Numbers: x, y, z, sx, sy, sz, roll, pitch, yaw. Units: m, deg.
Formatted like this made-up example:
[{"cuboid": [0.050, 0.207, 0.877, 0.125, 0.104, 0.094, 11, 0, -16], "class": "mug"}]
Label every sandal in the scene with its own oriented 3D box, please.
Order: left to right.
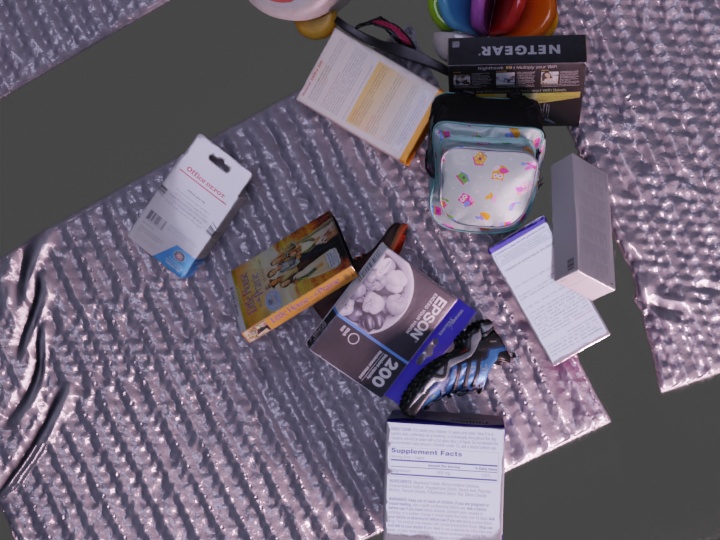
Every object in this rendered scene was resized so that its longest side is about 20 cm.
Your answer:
[{"cuboid": [0.055, -0.352, 1.655, 0.198, 0.075, 0.045, 20, 105, -9], "class": "sandal"}]

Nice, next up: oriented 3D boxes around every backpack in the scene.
[{"cuboid": [0.181, -0.144, 1.594, 0.174, 0.154, 0.201, 2, 137, 1], "class": "backpack"}]

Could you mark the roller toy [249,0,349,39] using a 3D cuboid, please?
[{"cuboid": [-0.089, -0.470, 1.645, 0.200, 0.140, 0.183, 39, 107, 5], "class": "roller toy"}]

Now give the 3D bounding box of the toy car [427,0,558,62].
[{"cuboid": [0.196, -0.392, 1.606, 0.198, 0.150, 0.177, 12, 94, 6], "class": "toy car"}]

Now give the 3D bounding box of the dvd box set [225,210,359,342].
[{"cuboid": [-0.108, 0.007, 1.673, 0.199, 0.147, 0.029, -31, 131, 8], "class": "dvd box set"}]

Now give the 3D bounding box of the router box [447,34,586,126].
[{"cuboid": [0.228, -0.276, 1.602, 0.198, 0.158, 0.053, 0, 63, 6], "class": "router box"}]

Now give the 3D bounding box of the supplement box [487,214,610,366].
[{"cuboid": [0.282, 0.028, 1.636, 0.103, 0.101, 0.201, -31, 88, 7], "class": "supplement box"}]

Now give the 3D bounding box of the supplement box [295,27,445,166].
[{"cuboid": [0.018, -0.265, 1.671, 0.199, 0.074, 0.127, 32, 96, 5], "class": "supplement box"}]

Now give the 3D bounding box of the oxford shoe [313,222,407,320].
[{"cuboid": [0.000, 0.000, 1.687, 0.072, 0.071, 0.201, 37, 96, 10], "class": "oxford shoe"}]

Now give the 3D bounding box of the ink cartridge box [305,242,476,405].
[{"cuboid": [0.052, 0.092, 1.657, 0.199, 0.043, 0.199, 34, 99, -20], "class": "ink cartridge box"}]

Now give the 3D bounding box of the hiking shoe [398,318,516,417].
[{"cuboid": [0.148, 0.163, 1.650, 0.200, 0.074, 0.087, -41, 94, -13], "class": "hiking shoe"}]

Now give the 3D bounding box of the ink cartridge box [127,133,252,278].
[{"cuboid": [-0.260, -0.102, 1.715, 0.115, 0.067, 0.201, 37, 96, 5], "class": "ink cartridge box"}]

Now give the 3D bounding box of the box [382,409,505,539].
[{"cuboid": [0.129, 0.323, 1.663, 0.182, 0.105, 0.202, 2, 93, 8], "class": "box"}]

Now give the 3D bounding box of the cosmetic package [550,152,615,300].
[{"cuboid": [0.323, -0.064, 1.588, 0.082, 0.051, 0.202, 23, 55, -29], "class": "cosmetic package"}]
